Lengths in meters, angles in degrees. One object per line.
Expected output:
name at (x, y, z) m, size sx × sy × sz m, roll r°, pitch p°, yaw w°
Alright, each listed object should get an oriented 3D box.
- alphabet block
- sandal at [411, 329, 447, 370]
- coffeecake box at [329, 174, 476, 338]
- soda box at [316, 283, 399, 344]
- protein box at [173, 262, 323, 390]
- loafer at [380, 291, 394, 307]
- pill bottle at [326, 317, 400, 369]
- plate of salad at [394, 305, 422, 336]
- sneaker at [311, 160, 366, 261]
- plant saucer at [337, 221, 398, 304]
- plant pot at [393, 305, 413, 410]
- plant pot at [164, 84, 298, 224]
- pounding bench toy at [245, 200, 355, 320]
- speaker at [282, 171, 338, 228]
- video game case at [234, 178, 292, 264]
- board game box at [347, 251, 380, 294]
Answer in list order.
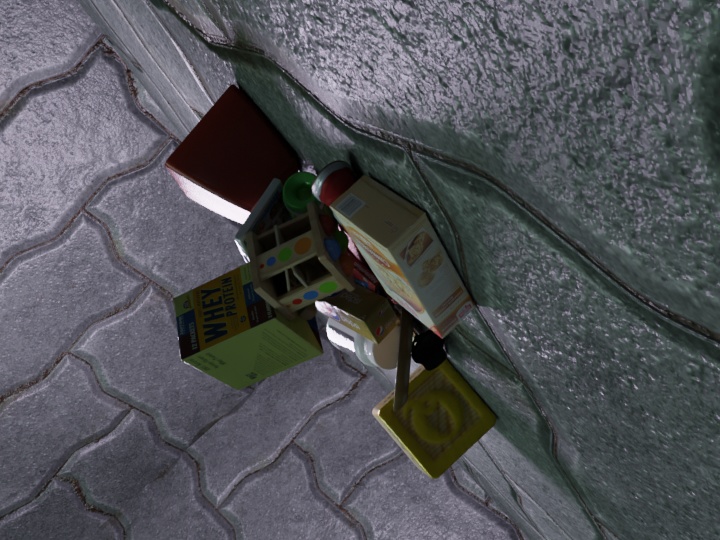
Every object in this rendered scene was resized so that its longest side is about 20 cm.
alphabet block at (0.159, 0.325, 1.706) m, size 0.196 × 0.196 × 0.200 m, roll 47°, pitch 172°, yaw 4°
sandal at (0.131, 0.153, 1.515) m, size 0.045 × 0.075 × 0.200 m, roll 55°, pitch 177°, yaw 23°
coffeecake box at (0.062, -0.019, 1.082) m, size 0.153 × 0.073 × 0.200 m, roll 39°, pitch 167°, yaw 49°
soda box at (-0.017, 0.067, 1.459) m, size 0.199 × 0.064 × 0.068 m, roll 23°, pitch 152°, yaw 50°
protein box at (-0.210, 0.105, 1.444) m, size 0.199 × 0.199 × 0.136 m, roll 45°, pitch -155°, yaw -55°
loafer at (0.000, 0.000, 1.564) m, size 0.200 × 0.073 × 0.071 m, roll 43°, pitch 161°, yaw 9°
pill bottle at (0.017, 0.142, 1.645) m, size 0.113 × 0.113 × 0.200 m, roll 53°, pitch 164°, yaw -26°
plate of salad at (0.081, 0.118, 1.700) m, size 0.200 × 0.048 × 0.200 m, roll 48°, pitch 172°, yaw 9°
sneaker at (-0.004, -0.085, 1.143) m, size 0.113 × 0.071 × 0.200 m, roll 51°, pitch 180°, yaw 20°
plant saucer at (0.025, -0.021, 1.410) m, size 0.200 × 0.037 × 0.200 m, roll 48°, pitch 171°, yaw 13°
plant pot at (0.084, 0.169, 1.466) m, size 0.027 × 0.202 × 0.200 m, roll 4°, pitch 166°, yaw 3°
plant pot at (-0.228, -0.197, 1.475) m, size 0.176 × 0.200 × 0.200 m, roll 37°, pitch 170°, yaw 7°
pounding bench toy at (-0.081, -0.002, 1.356) m, size 0.200 × 0.155 × 0.125 m, roll 49°, pitch -158°, yaw -51°
speaker at (-0.091, -0.110, 1.456) m, size 0.088 × 0.088 × 0.200 m, roll 46°, pitch 171°, yaw 21°
video game case at (-0.171, -0.060, 1.444) m, size 0.018 × 0.144 × 0.201 m, roll 22°, pitch 155°, yaw 20°
board game box at (-0.005, 0.032, 1.492) m, size 0.103 × 0.019 × 0.200 m, roll 42°, pitch 162°, yaw 17°
